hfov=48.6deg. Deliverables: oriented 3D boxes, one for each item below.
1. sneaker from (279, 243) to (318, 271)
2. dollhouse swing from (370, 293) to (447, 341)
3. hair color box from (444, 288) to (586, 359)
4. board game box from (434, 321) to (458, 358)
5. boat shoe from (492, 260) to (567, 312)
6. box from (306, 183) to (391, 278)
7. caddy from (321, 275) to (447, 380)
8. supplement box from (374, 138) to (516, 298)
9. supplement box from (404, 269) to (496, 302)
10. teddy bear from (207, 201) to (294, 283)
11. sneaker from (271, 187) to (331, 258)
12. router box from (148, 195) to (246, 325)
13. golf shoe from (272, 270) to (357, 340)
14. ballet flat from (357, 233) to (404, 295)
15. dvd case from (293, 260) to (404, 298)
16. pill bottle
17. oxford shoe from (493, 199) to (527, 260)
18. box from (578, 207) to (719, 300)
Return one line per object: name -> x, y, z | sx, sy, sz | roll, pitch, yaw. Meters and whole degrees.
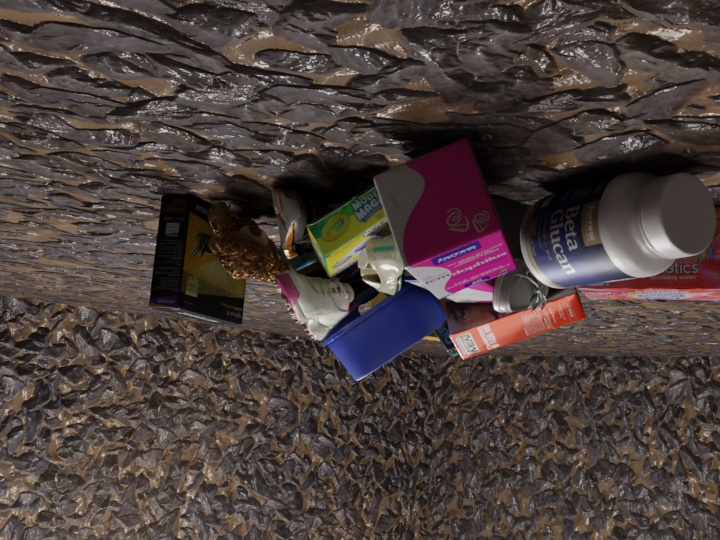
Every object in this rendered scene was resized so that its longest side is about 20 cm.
sneaker -> -0.034, -0.024, 1.237 | 0.129, 0.081, 0.199 | 13, 168, -35
dollhouse swing -> 0.088, 0.079, 1.566 | 0.198, 0.184, 0.176 | 10, 149, -33
hair color box -> 0.233, 0.050, 1.232 | 0.198, 0.112, 0.064 | -22, 127, 16
board game box -> 0.107, 0.054, 1.354 | 0.028, 0.201, 0.135 | -35, 165, 3
boat shoe -> 0.260, 0.007, 1.109 | 0.200, 0.075, 0.064 | -20, -155, -37
box -> -0.004, -0.053, 0.984 | 0.117, 0.049, 0.200 | -32, 170, -5
caddy -> 0.035, 0.073, 1.189 | 0.199, 0.106, 0.141 | -35, 176, 9
supplement box -> 0.096, -0.047, 0.847 | 0.100, 0.105, 0.200 | -21, 164, 11
supplement box -> 0.148, -0.018, 1.117 | 0.100, 0.105, 0.200 | -2, 168, 27
teddy bear -> -0.152, -0.037, 1.130 | 0.066, 0.146, 0.200 | -36, 167, 6
sneaker -> -0.073, -0.066, 1.056 | 0.076, 0.079, 0.200 | -9, 174, -2
router box -> -0.232, -0.009, 1.182 | 0.052, 0.160, 0.200 | 2, 171, 18
golf shoe -> -0.059, 0.032, 1.088 | 0.091, 0.076, 0.200 | -31, 162, 0
ballet flat -> 0.026, -0.011, 1.036 | 0.061, 0.068, 0.200 | -4, 166, -3
dvd case -> 0.000, 0.000, 1.162 | 0.198, 0.016, 0.149 | -25, 154, 4
pill bottle -> 0.275, -0.045, 0.865 | 0.110, 0.113, 0.199 | 9, 169, -26
oxford shoe -> 0.193, -0.046, 1.033 | 0.198, 0.072, 0.071 | 11, 172, -43
box -> 0.380, -0.019, 1.003 | 0.198, 0.104, 0.094 | -1, 170, 24
